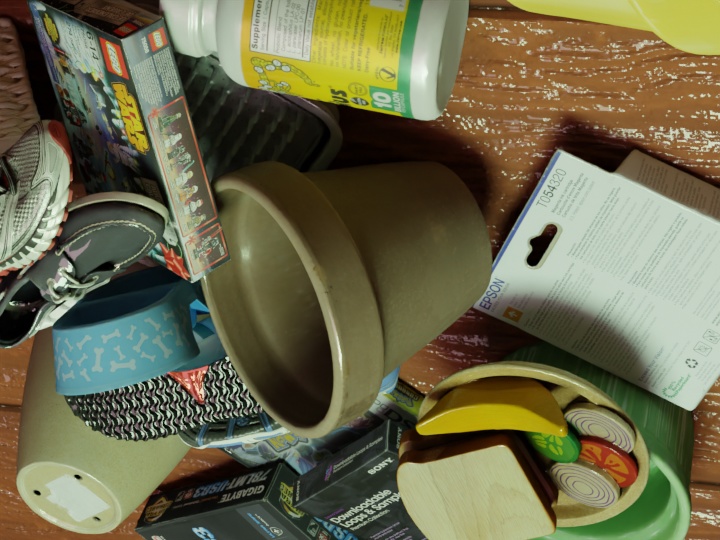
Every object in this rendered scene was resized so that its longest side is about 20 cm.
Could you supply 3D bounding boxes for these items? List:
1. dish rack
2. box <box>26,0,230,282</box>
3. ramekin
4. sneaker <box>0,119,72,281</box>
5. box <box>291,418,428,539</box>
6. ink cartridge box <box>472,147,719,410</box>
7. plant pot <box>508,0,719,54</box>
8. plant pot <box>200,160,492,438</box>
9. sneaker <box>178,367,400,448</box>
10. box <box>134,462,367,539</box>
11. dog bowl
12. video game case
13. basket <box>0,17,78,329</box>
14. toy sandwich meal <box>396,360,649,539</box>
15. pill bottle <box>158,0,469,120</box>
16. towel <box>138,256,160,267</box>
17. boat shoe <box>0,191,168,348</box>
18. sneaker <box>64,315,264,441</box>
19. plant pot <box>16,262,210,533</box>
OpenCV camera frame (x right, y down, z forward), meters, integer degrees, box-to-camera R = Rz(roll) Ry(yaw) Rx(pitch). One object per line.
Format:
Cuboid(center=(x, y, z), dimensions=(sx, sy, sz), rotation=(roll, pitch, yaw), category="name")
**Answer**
Cuboid(center=(-0.119, -0.120, 1.545), dimensions=(0.199, 0.044, 0.172), rotation=(30, 138, -9), category="dish rack")
Cuboid(center=(-0.167, -0.102, 1.464), dimensions=(0.136, 0.040, 0.201), rotation=(27, 140, 46), category="box")
Cuboid(center=(0.179, 0.149, 1.667), dimensions=(0.198, 0.098, 0.201), rotation=(12, 139, 11), category="ramekin")
Cuboid(center=(-0.272, -0.032, 1.435), dimensions=(0.082, 0.078, 0.200), rotation=(24, 122, -38), category="sneaker")
Cuboid(center=(0.059, 0.205, 1.792), dimensions=(0.199, 0.036, 0.143), rotation=(27, 139, -26), category="box")
Cuboid(center=(0.207, 0.000, 1.539), dimensions=(0.199, 0.043, 0.197), rotation=(26, 138, -1), category="ink cartridge box")
Cuboid(center=(0.171, -0.225, 1.209), dimensions=(0.188, 0.202, 0.201), rotation=(-1, 137, 43), category="plant pot")
Cuboid(center=(0.000, 0.000, 1.501), dimensions=(0.200, 0.173, 0.202), rotation=(41, 142, 43), category="plant pot")
Cuboid(center=(-0.055, 0.106, 1.671), dimensions=(0.198, 0.076, 0.077), rotation=(-18, 147, -2), category="sneaker")
Cuboid(center=(-0.081, 0.270, 1.927), dimensions=(0.198, 0.050, 0.200), rotation=(-18, 127, 43), category="box")
Cuboid(center=(-0.171, 0.040, 1.544), dimensions=(0.110, 0.200, 0.050), rotation=(-12, 102, 11), category="dog bowl")
Cuboid(center=(-0.025, 0.144, 1.804), dimensions=(0.180, 0.026, 0.200), rotation=(33, 138, -14), category="video game case")
Cuboid(center=(-0.331, -0.060, 1.563), dimensions=(0.196, 0.162, 0.201), rotation=(-10, 138, -9), category="basket")
Cuboid(center=(0.121, 0.151, 1.563), dimensions=(0.203, 0.071, 0.206), rotation=(12, 137, 11), category="toy sandwich meal")
Cuboid(center=(-0.032, -0.174, 1.397), dimensions=(0.198, 0.113, 0.113), rotation=(12, 139, 10), category="pill bottle")
Cuboid(center=(-0.117, -0.006, 1.640), dimensions=(0.198, 0.035, 0.133), rotation=(24, 162, -2), category="towel")
Cuboid(center=(-0.206, 0.003, 1.462), dimensions=(0.072, 0.063, 0.199), rotation=(27, 144, -34), category="boat shoe")
Cuboid(center=(-0.136, 0.078, 1.628), dimensions=(0.198, 0.094, 0.071), rotation=(-11, 113, 11), category="sneaker")
Cuboid(center=(-0.209, 0.114, 1.715), dimensions=(0.185, 0.201, 0.188), rotation=(11, 138, 10), category="plant pot")
